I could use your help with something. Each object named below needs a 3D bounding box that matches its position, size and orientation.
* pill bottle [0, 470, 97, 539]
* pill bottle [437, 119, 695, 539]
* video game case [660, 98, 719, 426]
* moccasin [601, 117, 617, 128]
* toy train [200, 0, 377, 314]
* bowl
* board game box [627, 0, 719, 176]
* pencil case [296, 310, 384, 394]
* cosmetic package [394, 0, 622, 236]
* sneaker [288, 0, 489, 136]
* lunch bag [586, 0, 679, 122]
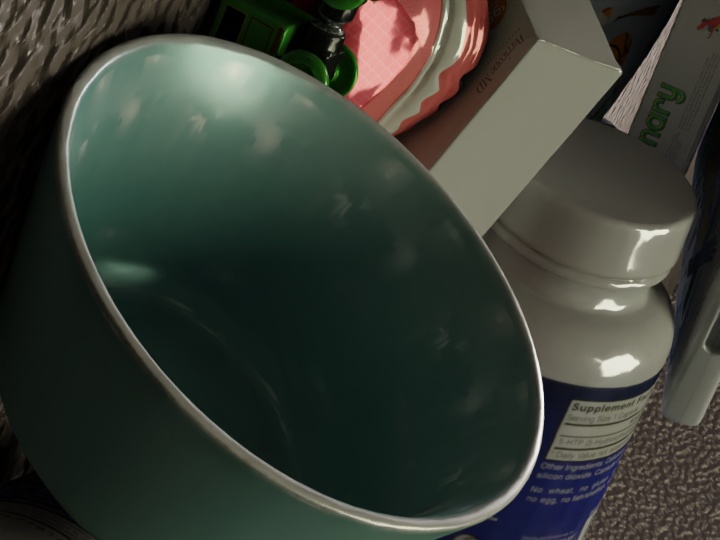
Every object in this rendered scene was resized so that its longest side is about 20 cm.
[{"bbox_3d":[-0.110,0.135,0.899,0.120,0.119,0.200,-63,170,12],"label":"pill bottle"},{"bbox_3d":[0.072,0.038,1.085,0.120,0.119,0.201,-44,158,-58],"label":"pill bottle"},{"bbox_3d":[0.183,-0.059,1.107,0.201,0.022,0.183,-73,-179,-49],"label":"video game case"},{"bbox_3d":[0.082,0.015,1.227,0.201,0.068,0.080,-57,150,0],"label":"moccasin"},{"bbox_3d":[-0.034,-0.072,0.898,0.201,0.056,0.042,-66,165,21],"label":"toy train"},{"bbox_3d":[-0.045,0.029,0.822,0.105,0.201,0.201,-45,180,34],"label":"bowl"},{"bbox_3d":[0.167,-0.119,1.141,0.127,0.034,0.201,-60,172,-52],"label":"board game box"},{"bbox_3d":[-0.016,0.064,0.989,0.088,0.087,0.200,-53,177,-39],"label":"pencil case"},{"bbox_3d":[0.022,-0.047,1.017,0.050,0.083,0.200,15,129,-34],"label":"cosmetic package"},{"bbox_3d":[-0.034,-0.055,0.970,0.086,0.074,0.201,6,126,-43],"label":"sneaker"},{"bbox_3d":[0.090,-0.142,1.134,0.171,0.123,0.201,109,7,-48],"label":"lunch bag"}]
